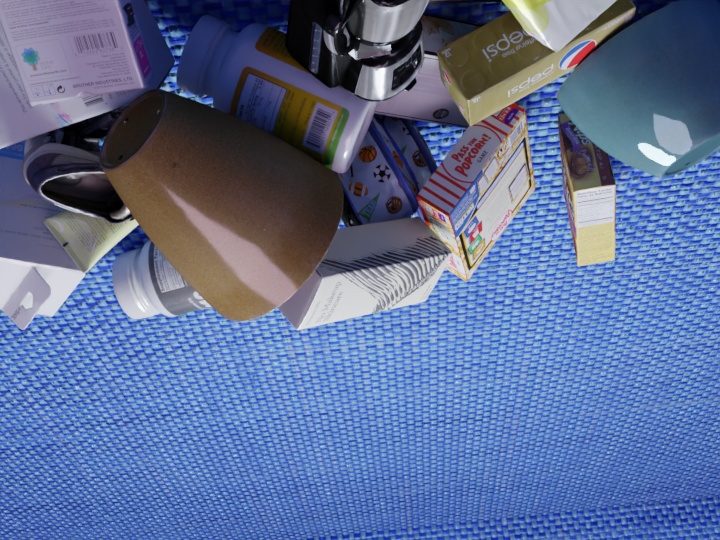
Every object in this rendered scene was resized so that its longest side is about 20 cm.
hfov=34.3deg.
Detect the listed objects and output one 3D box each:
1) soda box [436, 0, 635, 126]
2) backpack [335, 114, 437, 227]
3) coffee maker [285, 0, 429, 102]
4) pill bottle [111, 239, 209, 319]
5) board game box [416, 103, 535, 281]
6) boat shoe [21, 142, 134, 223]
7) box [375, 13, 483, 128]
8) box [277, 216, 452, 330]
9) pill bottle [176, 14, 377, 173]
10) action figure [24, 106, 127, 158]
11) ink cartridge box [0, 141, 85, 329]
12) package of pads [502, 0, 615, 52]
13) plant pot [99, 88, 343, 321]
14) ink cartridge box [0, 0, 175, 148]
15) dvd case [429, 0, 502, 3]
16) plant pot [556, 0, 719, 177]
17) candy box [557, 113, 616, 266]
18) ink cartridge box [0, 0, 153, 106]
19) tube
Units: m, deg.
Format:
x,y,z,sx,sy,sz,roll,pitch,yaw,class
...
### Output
x,y,z,sx,sy,sz,roll,pitch,yaw,class
0.181,-0.234,1.210,0.199,0.068,0.064,-30,161,-2,soda box
0.018,-0.105,1.378,0.154,0.200,0.191,-38,155,4,backpack
-0.009,-0.280,1.098,0.134,0.193,0.200,-23,165,-13,coffee maker
-0.232,-0.002,1.603,0.199,0.114,0.113,-14,151,17,pill bottle
0.139,-0.091,1.352,0.046,0.152,0.200,33,168,22,board game box
-0.247,-0.080,1.204,0.199,0.065,0.072,12,122,-31,boat shoe
0.078,-0.223,1.300,0.199,0.061,0.117,7,149,-23,box
0.000,0.000,1.259,0.199,0.068,0.082,-12,140,-42,box
-0.086,-0.190,1.222,0.199,0.112,0.111,24,150,2,pill bottle
-0.266,-0.114,1.251,0.193,0.105,0.199,14,154,-37,action figure
-0.406,-0.045,1.394,0.125,0.201,0.128,11,148,-29,ink cartridge box
0.179,-0.312,1.081,0.154,0.068,0.200,-40,135,15,package of pads
-0.149,-0.082,1.141,0.186,0.187,0.200,-25,132,32,plant pot
-0.308,-0.222,1.146,0.199,0.083,0.146,-15,120,18,ink cartridge box
0.116,-0.320,1.168,0.198,0.018,0.143,-3,151,-6,dvd case
0.333,-0.182,1.266,0.199,0.135,0.200,-27,166,-7,plant pot
0.292,-0.104,1.504,0.056,0.117,0.200,-9,151,6,candy box
-0.271,-0.253,1.048,0.118,0.042,0.201,-6,123,13,ink cartridge box
-0.275,-0.084,1.385,0.200,0.058,0.052,-41,140,-27,tube
